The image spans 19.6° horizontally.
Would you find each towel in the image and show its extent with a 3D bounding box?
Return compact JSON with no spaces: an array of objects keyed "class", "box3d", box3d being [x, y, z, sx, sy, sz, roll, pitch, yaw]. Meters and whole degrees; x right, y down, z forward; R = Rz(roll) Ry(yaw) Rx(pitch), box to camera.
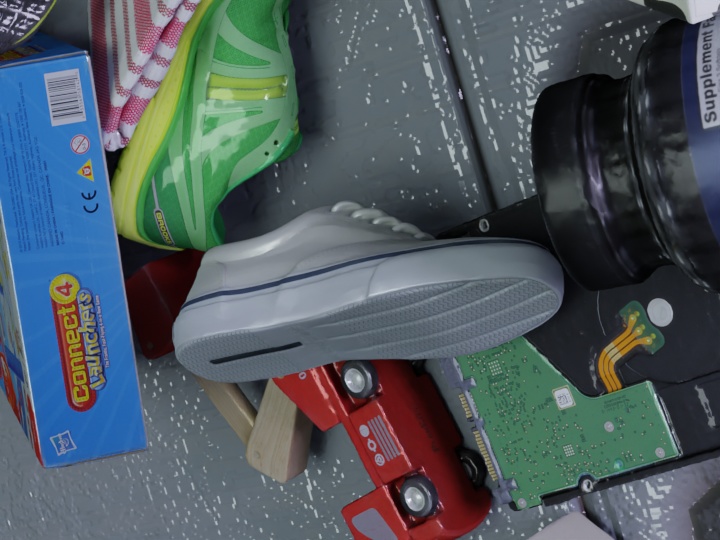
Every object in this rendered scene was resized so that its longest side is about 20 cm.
[{"class":"towel","box3d":[-0.086,-0.171,1.012,0.200,0.030,0.147,-56,29,38]}]

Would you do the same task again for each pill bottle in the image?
[{"class":"pill bottle","box3d":[0.172,-0.053,0.800,0.199,0.112,0.113,-13,96,26]}]

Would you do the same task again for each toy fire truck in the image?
[{"class":"toy fire truck","box3d":[-0.030,0.065,1.077,0.141,0.049,0.201,-31,84,42]}]

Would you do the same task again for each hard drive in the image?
[{"class":"hard drive","box3d":[0.121,0.023,0.946,0.199,0.038,0.141,-23,89,41]}]

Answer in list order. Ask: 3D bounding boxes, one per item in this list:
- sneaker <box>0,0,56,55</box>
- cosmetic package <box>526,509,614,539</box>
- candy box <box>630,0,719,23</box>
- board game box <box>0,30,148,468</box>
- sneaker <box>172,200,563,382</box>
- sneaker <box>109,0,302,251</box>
[{"class":"sneaker","box3d":[-0.189,-0.187,1.063,0.081,0.073,0.201,122,148,-52]},{"class":"cosmetic package","box3d":[0.136,0.218,0.963,0.200,0.087,0.104,38,126,23]},{"class":"candy box","box3d":[0.091,-0.189,0.822,0.200,0.061,0.137,36,141,57]},{"class":"board game box","box3d":[-0.168,-0.019,1.093,0.196,0.055,0.202,-151,52,-71]},{"class":"sneaker","box3d":[0.000,0.000,0.969,0.198,0.073,0.071,-8,59,25]},{"class":"sneaker","box3d":[-0.061,-0.098,1.047,0.083,0.074,0.201,22,113,-11]}]
